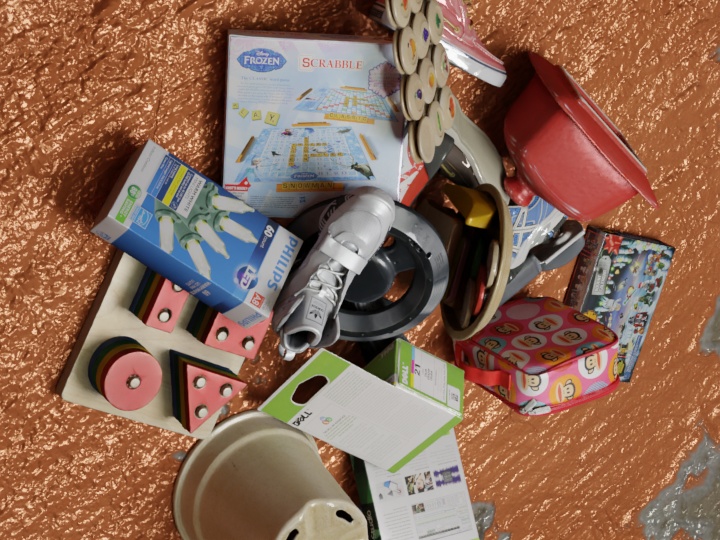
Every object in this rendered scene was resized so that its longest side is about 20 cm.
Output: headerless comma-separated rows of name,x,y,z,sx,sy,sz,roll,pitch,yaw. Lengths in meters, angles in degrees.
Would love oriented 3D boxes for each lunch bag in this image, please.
lunch bag,0.205,0.105,1.795,0.175,0.200,0.082,-17,115,-24

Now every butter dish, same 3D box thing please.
butter dish,0.235,-0.135,1.734,0.148,0.200,0.200,-41,112,13

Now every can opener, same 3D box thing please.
can opener,0.211,0.006,1.852,0.200,0.053,0.067,-39,124,-14

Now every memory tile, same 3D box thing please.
memory tile,0.067,-0.228,1.554,0.153,0.017,0.201,-53,137,-58

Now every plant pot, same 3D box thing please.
plant pot,-0.091,0.289,1.682,0.199,0.183,0.202,-12,115,-28

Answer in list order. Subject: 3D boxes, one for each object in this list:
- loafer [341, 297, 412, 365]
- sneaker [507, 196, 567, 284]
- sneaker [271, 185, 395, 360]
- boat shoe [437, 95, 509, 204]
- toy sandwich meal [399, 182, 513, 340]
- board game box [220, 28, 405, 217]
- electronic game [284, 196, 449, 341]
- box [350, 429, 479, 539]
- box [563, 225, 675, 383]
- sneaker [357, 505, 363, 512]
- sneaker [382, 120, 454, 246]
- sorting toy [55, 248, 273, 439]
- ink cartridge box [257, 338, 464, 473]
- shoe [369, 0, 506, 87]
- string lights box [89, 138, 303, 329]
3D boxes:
loafer,0.024,0.061,1.742,0.070,0.068,0.201,-36,131,-13
sneaker,0.172,-0.041,1.803,0.200,0.076,0.077,-49,121,-20
sneaker,-0.030,0.008,1.531,0.075,0.115,0.200,30,122,-20
boat shoe,0.113,-0.142,1.726,0.200,0.059,0.072,47,38,-39
toy sandwich meal,0.111,-0.017,1.690,0.070,0.205,0.206,11,103,-17
board game box,-0.051,-0.157,1.580,0.199,0.041,0.201,2,109,-10
electronic game,0.000,0.000,1.623,0.199,0.042,0.201,1,127,1
box,0.071,0.298,1.826,0.144,0.036,0.201,-8,80,-30
box,0.337,0.048,1.959,0.136,0.040,0.201,9,103,-34
sneaker,-0.003,0.344,1.840,0.200,0.075,0.089,-32,114,-29
sneaker,0.013,-0.104,1.678,0.108,0.067,0.202,34,118,-3
sorting toy,-0.201,0.084,1.601,0.199,0.070,0.200,21,96,-37
ink cartridge box,0.003,0.142,1.713,0.199,0.076,0.148,28,132,-22
shoe,0.107,-0.287,1.658,0.199,0.071,0.091,24,97,-34
string lights box,-0.170,-0.036,1.522,0.199,0.059,0.103,33,61,-18
